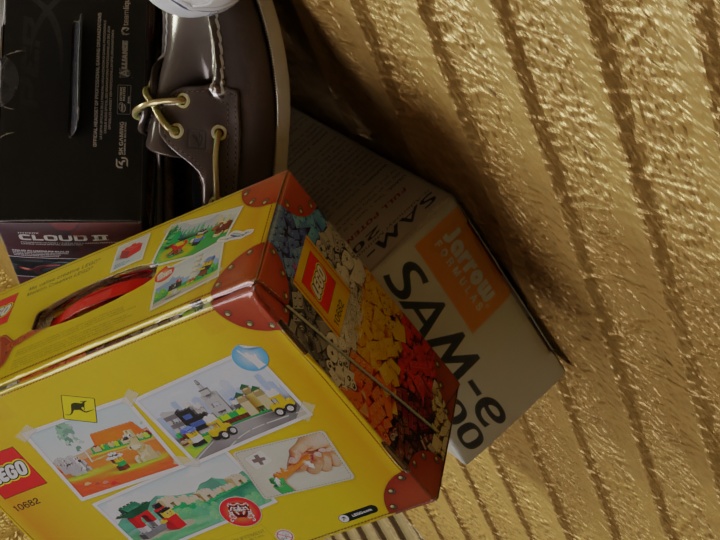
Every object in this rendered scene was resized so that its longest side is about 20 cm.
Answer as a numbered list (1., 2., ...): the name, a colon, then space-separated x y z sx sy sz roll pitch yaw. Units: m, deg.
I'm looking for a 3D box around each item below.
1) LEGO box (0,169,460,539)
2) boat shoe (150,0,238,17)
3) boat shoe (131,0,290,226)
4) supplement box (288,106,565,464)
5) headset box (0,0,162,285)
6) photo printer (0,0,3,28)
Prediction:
1. LEGO box: -0.079 0.061 1.156 0.149 0.200 0.077 51 -147 -30
2. boat shoe: -0.121 -0.189 1.080 0.200 0.072 0.066 48 166 -7
3. boat shoe: -0.072 -0.061 1.169 0.072 0.059 0.200 34 134 53
4. supplement box: 0.000 0.000 1.267 0.126 0.074 0.200 55 167 -32
5. headset box: -0.137 -0.065 1.275 0.200 0.075 0.149 89 180 -70
6. photo printer: -0.290 -0.235 1.613 0.200 0.069 0.166 51 169 -13
